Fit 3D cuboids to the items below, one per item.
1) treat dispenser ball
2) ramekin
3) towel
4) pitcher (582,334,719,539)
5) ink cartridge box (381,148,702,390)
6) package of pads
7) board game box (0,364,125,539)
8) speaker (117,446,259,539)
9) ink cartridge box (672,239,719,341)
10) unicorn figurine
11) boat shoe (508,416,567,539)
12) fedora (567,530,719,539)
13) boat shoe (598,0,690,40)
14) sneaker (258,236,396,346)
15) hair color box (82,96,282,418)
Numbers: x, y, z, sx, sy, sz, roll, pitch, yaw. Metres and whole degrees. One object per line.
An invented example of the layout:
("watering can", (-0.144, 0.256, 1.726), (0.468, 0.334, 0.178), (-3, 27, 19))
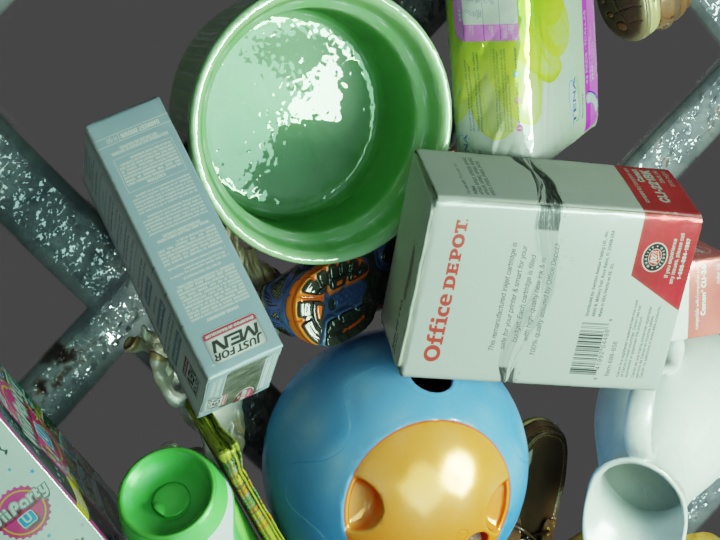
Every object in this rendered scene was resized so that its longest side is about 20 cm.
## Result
("treat dispenser ball", (0.026, 0.144, 1.622), (0.200, 0.201, 0.202), (-6, 107, -21))
("ramekin", (-0.043, -0.111, 1.572), (0.199, 0.098, 0.202), (-4, 101, -22))
("towel", (-0.069, 0.182, 1.581), (0.018, 0.086, 0.201), (-30, 122, -7))
("pitcher", (0.237, 0.112, 1.698), (0.120, 0.200, 0.172), (13, 129, 16))
("ink cartridge box", (0.125, 0.001, 1.552), (0.199, 0.084, 0.145), (4, 117, -15))
("package of pads", (0.120, -0.180, 1.604), (0.154, 0.068, 0.201), (-36, 125, -58))
("board game box", (-0.240, 0.146, 1.538), (0.064, 0.148, 0.200), (-37, 116, 0))
("speaker", (-0.113, 0.206, 1.576), (0.088, 0.088, 0.200), (-36, 146, -10))
("ink cartridge box", (0.174, 0.015, 1.696), (0.199, 0.116, 0.068), (-8, 108, -21))
("unicorn figurine", (-0.113, 0.075, 1.612), (0.200, 0.074, 0.137), (-52, 127, -8))
("boat shoe", (0.128, 0.220, 1.761), (0.072, 0.068, 0.201), (16, 98, -26))
("fedora", (0.202, 0.264, 1.781), (0.200, 0.082, 0.201), (-24, 145, -19))
("boat shoe", (0.216, -0.279, 1.655), (0.067, 0.072, 0.201), (-22, 119, -27))
("sneaker", (0.000, 0.000, 1.633), (0.199, 0.078, 0.076), (-18, 106, -44))
("hair color box", (-0.127, -0.008, 1.517), (0.060, 0.099, 0.201), (-23, 76, -15))
